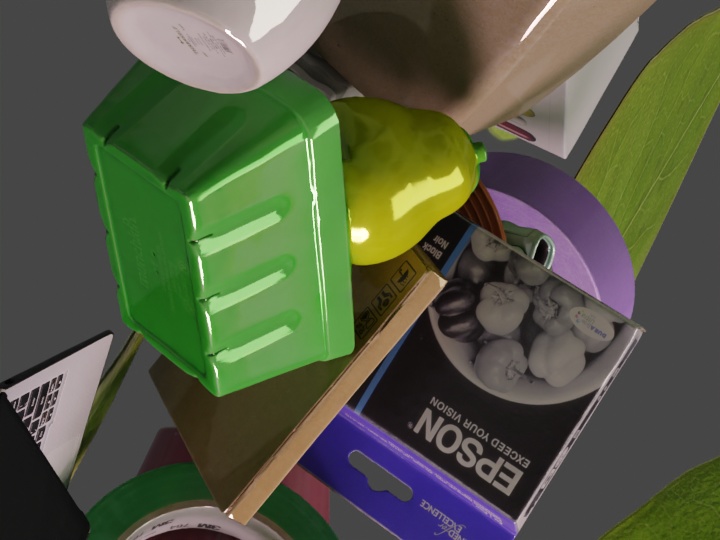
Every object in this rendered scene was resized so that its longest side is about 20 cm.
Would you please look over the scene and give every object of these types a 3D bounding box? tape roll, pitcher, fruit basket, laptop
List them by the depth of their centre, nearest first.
[{"bbox_3d":[-0.062,-0.206,0.877,0.172,0.121,0.201,47,57,-52],"label":"pitcher"},{"bbox_3d":[-0.039,-0.049,1.035,0.215,0.155,0.216,-34,142,-31],"label":"fruit basket"},{"bbox_3d":[-0.176,0.164,1.044,0.200,0.115,0.188,-31,145,-63],"label":"laptop"},{"bbox_3d":[-0.100,0.223,1.135,0.201,0.200,0.048,-55,178,-30],"label":"tape roll"},{"bbox_3d":[0.114,0.010,1.427,0.066,0.199,0.201,-42,154,-48],"label":"tape roll"}]

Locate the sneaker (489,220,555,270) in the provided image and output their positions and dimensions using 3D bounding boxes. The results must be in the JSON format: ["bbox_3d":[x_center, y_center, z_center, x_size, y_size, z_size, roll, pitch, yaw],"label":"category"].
[{"bbox_3d":[0.079,-0.043,1.235,0.074,0.118,0.202,-10,89,-55],"label":"sneaker"}]

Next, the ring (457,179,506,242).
[{"bbox_3d":[0.000,0.000,1.204,0.201,0.200,0.019,-65,163,2],"label":"ring"}]

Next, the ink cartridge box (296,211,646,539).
[{"bbox_3d":[0.047,0.070,1.148,0.201,0.198,0.043,-59,161,3],"label":"ink cartridge box"}]

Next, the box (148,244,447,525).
[{"bbox_3d":[-0.046,0.037,1.142,0.021,0.164,0.200,31,104,-37],"label":"box"}]

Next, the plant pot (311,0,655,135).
[{"bbox_3d":[0.070,-0.195,1.139,0.200,0.200,0.177,-26,154,-52],"label":"plant pot"}]

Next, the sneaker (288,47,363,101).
[{"bbox_3d":[-0.043,-0.110,1.176,0.082,0.075,0.200,-51,171,34],"label":"sneaker"}]

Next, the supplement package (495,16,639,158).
[{"bbox_3d":[0.168,-0.223,1.577,0.156,0.110,0.200,-59,163,-18],"label":"supplement package"}]

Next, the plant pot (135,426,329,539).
[{"bbox_3d":[-0.102,0.212,1.264,0.200,0.199,0.180,54,47,-73],"label":"plant pot"}]
